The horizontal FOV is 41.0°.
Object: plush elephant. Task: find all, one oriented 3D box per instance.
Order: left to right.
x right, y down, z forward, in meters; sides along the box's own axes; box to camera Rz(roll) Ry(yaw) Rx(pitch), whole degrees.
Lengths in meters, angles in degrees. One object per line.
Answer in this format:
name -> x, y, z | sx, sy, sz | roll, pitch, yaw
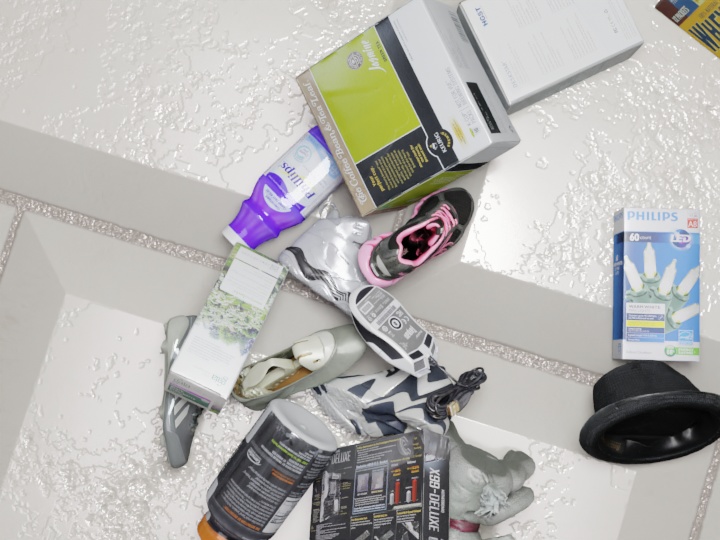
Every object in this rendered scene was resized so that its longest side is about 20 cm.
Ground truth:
plush elephant -> 0.129, 0.304, 1.215 | 0.165, 0.200, 0.155 | 24, 105, -5

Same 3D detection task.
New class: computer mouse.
computer mouse -> 0.060, 0.098, 1.206 | 0.200, 0.044, 0.110 | 44, 46, 5

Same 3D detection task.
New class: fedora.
fedora -> 0.371, 0.172, 1.235 | 0.200, 0.201, 0.092 | -9, 53, 0

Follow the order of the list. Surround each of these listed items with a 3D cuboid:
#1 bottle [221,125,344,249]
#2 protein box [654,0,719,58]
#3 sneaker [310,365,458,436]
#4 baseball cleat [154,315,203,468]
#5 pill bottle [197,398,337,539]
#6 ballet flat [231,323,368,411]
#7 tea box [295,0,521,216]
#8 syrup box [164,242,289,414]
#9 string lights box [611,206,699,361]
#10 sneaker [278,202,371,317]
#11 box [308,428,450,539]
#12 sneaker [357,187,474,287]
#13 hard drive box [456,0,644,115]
bottle -> -0.098, -0.103, 1.284 | 0.200, 0.065, 0.084 | -43, 86, -3
protein box -> 0.544, -0.381, 1.268 | 0.200, 0.135, 0.199 | 39, 87, 3
sneaker -> 0.043, 0.152, 1.267 | 0.199, 0.130, 0.080 | 8, 127, 34
baseball cleat -> -0.213, 0.158, 1.264 | 0.106, 0.070, 0.200 | -2, 86, 0
pill bottle -> -0.126, 0.271, 1.228 | 0.106, 0.106, 0.200 | 36, 98, 3
ballet flat -> -0.082, 0.122, 1.239 | 0.200, 0.064, 0.067 | -30, 54, 18
tea box -> 0.060, -0.201, 1.213 | 0.197, 0.134, 0.200 | -27, 86, 25
syrup box -> -0.169, 0.073, 1.225 | 0.079, 0.081, 0.200 | 26, 63, -5
string lights box -> 0.391, 0.020, 1.276 | 0.103, 0.059, 0.200 | 1, 86, 2
sneaker -> 0.000, 0.000, 1.271 | 0.200, 0.075, 0.115 | 35, 89, 5
box -> 0.020, 0.290, 1.179 | 0.050, 0.200, 0.158 | 25, 57, -38
sneaker -> 0.091, -0.050, 1.239 | 0.200, 0.095, 0.079 | -40, 97, -32
hard drive box -> 0.250, -0.322, 1.294 | 0.200, 0.077, 0.156 | -24, 86, -2
